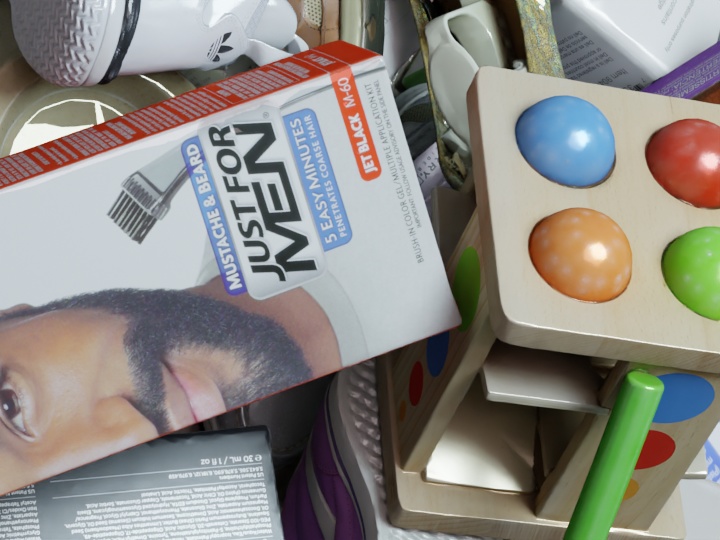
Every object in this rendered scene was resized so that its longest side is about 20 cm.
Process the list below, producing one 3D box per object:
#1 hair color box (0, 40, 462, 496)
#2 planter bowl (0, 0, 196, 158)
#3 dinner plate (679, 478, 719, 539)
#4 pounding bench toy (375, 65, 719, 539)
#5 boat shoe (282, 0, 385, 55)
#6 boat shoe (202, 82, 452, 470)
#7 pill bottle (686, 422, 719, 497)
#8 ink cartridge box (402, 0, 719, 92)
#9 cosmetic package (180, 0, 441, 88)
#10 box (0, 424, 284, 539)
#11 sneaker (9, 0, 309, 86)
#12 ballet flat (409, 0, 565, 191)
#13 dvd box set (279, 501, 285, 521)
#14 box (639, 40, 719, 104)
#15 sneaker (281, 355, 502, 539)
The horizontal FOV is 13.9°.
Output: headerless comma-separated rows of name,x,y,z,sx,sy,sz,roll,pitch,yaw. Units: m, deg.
hair color box,-0.074,-0.001,1.106,0.200,0.064,0.111,-20,105,-11
planter bowl,-0.131,-0.024,1.205,0.200,0.135,0.201,7,75,-29
dinner plate,0.143,0.182,1.241,0.200,0.024,0.201,12,71,-37
pounding bench toy,0.091,0.043,1.147,0.124,0.156,0.200,8,51,-16
boat shoe,-0.027,-0.128,1.238,0.074,0.076,0.201,3,87,5
boat shoe,0.002,0.000,1.305,0.074,0.065,0.202,42,76,-16
pill bottle,0.122,0.104,1.335,0.112,0.112,0.200,-41,101,-30
ink cartridge box,0.143,-0.072,1.364,0.200,0.145,0.084,39,61,-18
cosmetic package,-0.072,-0.145,1.295,0.200,0.081,0.113,49,63,-13
box,-0.129,0.146,1.181,0.199,0.079,0.142,-3,72,-21
sneaker,-0.091,-0.149,1.177,0.115,0.075,0.200,4,48,-29
ballet flat,0.045,-0.115,1.257,0.071,0.071,0.200,-5,73,-30
dvd box set,-0.039,0.215,1.266,0.146,0.029,0.200,37,63,-19
box,0.190,-0.007,1.293,0.200,0.137,0.039,47,27,-22
sneaker,0.014,0.143,1.217,0.072,0.114,0.201,8,50,-21
